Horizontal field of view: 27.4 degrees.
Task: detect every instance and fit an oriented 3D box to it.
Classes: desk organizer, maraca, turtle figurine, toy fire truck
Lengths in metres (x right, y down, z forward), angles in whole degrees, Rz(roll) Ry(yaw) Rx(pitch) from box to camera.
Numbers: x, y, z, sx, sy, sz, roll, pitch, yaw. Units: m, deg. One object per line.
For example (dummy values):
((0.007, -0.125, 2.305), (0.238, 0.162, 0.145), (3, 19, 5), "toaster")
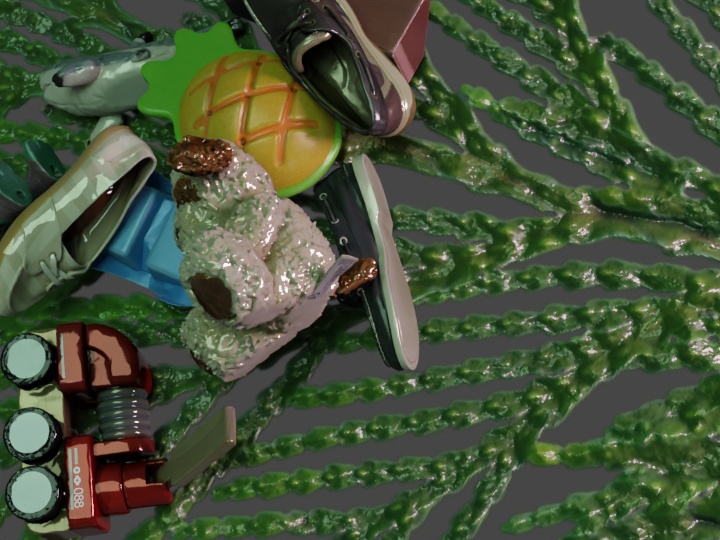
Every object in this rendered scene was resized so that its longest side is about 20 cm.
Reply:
((-0.029, -0.246, 1.332), (0.199, 0.072, 0.077), (27, 81, 21), "desk organizer")
((-0.107, -0.141, 1.302), (0.200, 0.107, 0.137), (38, 72, 19), "maraca")
((-0.357, -0.032, 1.347), (0.200, 0.101, 0.150), (-38, 26, 29), "turtle figurine")
((-0.199, 0.128, 1.256), (0.199, 0.129, 0.177), (-7, 72, 2), "toy fire truck")

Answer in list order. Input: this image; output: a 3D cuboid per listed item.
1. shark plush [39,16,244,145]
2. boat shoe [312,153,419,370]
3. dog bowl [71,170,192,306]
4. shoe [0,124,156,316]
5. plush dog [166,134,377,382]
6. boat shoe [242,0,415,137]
((-0.209, -0.202, 1.376), (0.199, 0.091, 0.083), (-31, 38, 10), "shark plush")
((-0.001, -0.001, 1.253), (0.066, 0.074, 0.200), (-18, 70, 12), "boat shoe")
((-0.180, -0.032, 1.325), (0.199, 0.050, 0.112), (22, 81, 21), "dog bowl")
((-0.252, -0.038, 1.282), (0.053, 0.070, 0.200), (34, 84, 30), "shoe")
((-0.093, -0.031, 1.189), (0.160, 0.200, 0.172), (-28, 73, -17), "plush dog")
((-0.035, -0.193, 1.251), (0.200, 0.065, 0.073), (45, 115, 12), "boat shoe")
